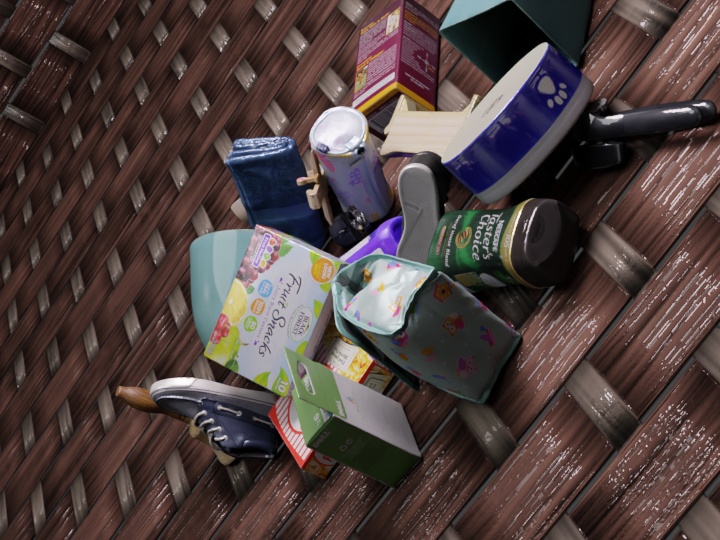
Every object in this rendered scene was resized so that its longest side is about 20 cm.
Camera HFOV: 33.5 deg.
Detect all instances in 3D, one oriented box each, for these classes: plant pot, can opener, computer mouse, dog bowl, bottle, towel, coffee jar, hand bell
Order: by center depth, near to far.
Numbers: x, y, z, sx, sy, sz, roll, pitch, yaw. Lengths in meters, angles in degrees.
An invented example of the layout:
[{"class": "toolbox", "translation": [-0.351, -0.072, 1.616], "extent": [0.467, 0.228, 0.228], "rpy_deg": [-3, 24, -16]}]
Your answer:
[{"class": "can opener", "translation": [0.327, -0.172, 1.399], "extent": [0.063, 0.079, 0.199], "rpy_deg": [-34, 15, -39]}, {"class": "coffee jar", "translation": [0.175, -0.029, 1.466], "extent": [0.199, 0.085, 0.105], "rpy_deg": [-6, 60, 53]}, {"class": "dog bowl", "translation": [0.193, -0.182, 1.485], "extent": [0.200, 0.079, 0.200], "rpy_deg": [-49, 9, 10]}, {"class": "plant pot", "translation": [0.229, -0.378, 1.629], "extent": [0.141, 0.141, 0.201], "rpy_deg": [-13, 48, 51]}, {"class": "bottle", "translation": [0.000, 0.000, 1.705], "extent": [0.200, 0.066, 0.083], "rpy_deg": [-37, -5, 34]}, {"class": "computer mouse", "translation": [-0.017, -0.059, 1.744], "extent": [0.034, 0.059, 0.200], "rpy_deg": [-31, 0, -9]}, {"class": "towel", "translation": [-0.124, -0.106, 1.795], "extent": [0.111, 0.201, 0.049], "rpy_deg": [-4, 39, 15]}, {"class": "hand bell", "translation": [-0.276, 0.216, 1.806], "extent": [0.104, 0.199, 0.105], "rpy_deg": [-46, 32, 40]}, {"class": "plant pot", "translation": [-0.164, 0.049, 1.807], "extent": [0.200, 0.200, 0.162], "rpy_deg": [-21, 60, 47]}]

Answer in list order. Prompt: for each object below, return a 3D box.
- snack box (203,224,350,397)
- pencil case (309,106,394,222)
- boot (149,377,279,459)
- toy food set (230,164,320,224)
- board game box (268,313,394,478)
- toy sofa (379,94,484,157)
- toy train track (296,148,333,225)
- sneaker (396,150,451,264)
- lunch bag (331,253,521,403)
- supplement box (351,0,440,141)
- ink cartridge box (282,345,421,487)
[{"class": "snack box", "translation": [-0.116, 0.056, 1.670], "extent": [0.141, 0.053, 0.201], "rpy_deg": [24, 96, 18]}, {"class": "pencil case", "translation": [-0.008, -0.149, 1.726], "extent": [0.090, 0.200, 0.083], "rpy_deg": [26, 71, 24]}, {"class": "boot", "translation": [-0.211, 0.217, 1.740], "extent": [0.073, 0.198, 0.091], "rpy_deg": [107, 169, -57]}, {"class": "toy food set", "translation": [-0.101, -0.148, 1.902], "extent": [0.143, 0.061, 0.200], "rpy_deg": [-36, -5, 35]}, {"class": "board game box", "translation": [-0.037, 0.163, 1.659], "extent": [0.201, 0.046, 0.151], "rpy_deg": [-57, 31, 7]}, {"class": "toy sofa", "translation": [0.120, -0.186, 1.678], "extent": [0.200, 0.082, 0.098], "rpy_deg": [12, 79, 58]}, {"class": "toy train track", "translation": [-0.064, -0.137, 1.758], "extent": [0.032, 0.115, 0.200], "rpy_deg": [-10, 23, 11]}, {"class": "sneaker", "translation": [0.091, -0.067, 1.597], "extent": [0.070, 0.201, 0.099], "rpy_deg": [5, 31, 16]}, {"class": "lunch bag", "translation": [0.065, 0.068, 1.467], "extent": [0.200, 0.170, 0.122], "rpy_deg": [11, 67, 58]}, {"class": "supplement box", "translation": [0.056, -0.315, 1.872], "extent": [0.110, 0.085, 0.201], "rpy_deg": [-30, 43, 41]}, {"class": "ink cartridge box", "translation": [-0.025, 0.181, 1.478], "extent": [0.059, 0.199, 0.104], "rpy_deg": [-49, 32, 19]}]
